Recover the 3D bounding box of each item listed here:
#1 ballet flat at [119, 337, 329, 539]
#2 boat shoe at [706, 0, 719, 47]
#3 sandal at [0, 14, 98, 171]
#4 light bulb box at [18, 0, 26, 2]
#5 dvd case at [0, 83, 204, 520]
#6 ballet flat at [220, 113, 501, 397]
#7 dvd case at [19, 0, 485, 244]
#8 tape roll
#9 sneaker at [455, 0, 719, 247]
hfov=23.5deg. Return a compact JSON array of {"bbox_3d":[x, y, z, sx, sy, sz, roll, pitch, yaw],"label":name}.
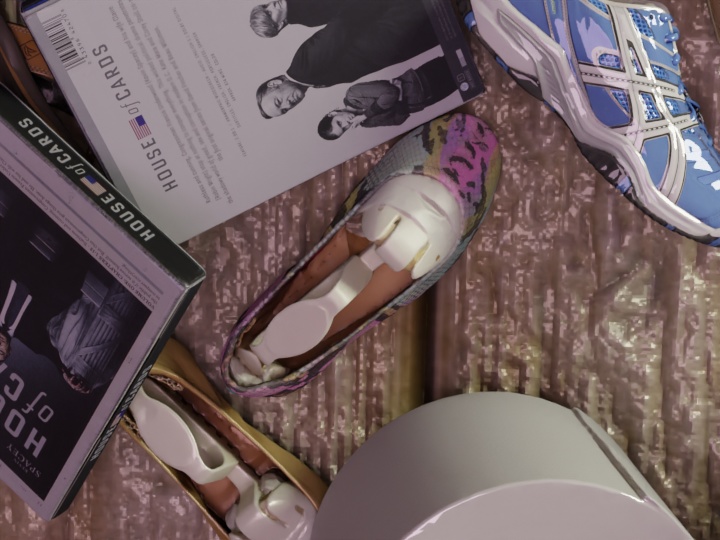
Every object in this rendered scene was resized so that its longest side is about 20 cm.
[{"bbox_3d":[-0.073,0.118,0.958,0.200,0.063,0.069,44,103,-5],"label":"ballet flat"},{"bbox_3d":[0.209,-0.185,0.865,0.071,0.065,0.201,-3,102,6],"label":"boat shoe"},{"bbox_3d":[-0.175,-0.106,0.923,0.054,0.082,0.201,-32,89,-18],"label":"sandal"},{"bbox_3d":[-0.119,-0.229,0.799,0.198,0.200,0.125,-32,94,1],"label":"light bulb box"},{"bbox_3d":[-0.177,0.021,0.906,0.150,0.025,0.200,41,128,9],"label":"dvd case"},{"bbox_3d":[0.000,0.000,0.921,0.200,0.071,0.069,-44,95,12],"label":"ballet flat"},{"bbox_3d":[-0.051,-0.113,0.882,0.199,0.025,0.151,-26,119,-2],"label":"dvd case"},{"bbox_3d":[0.077,0.179,0.901,0.201,0.139,0.204,-2,104,-8],"label":"tape roll"},{"bbox_3d":[0.140,-0.093,0.885,0.200,0.076,0.077,45,107,-6],"label":"sneaker"}]
